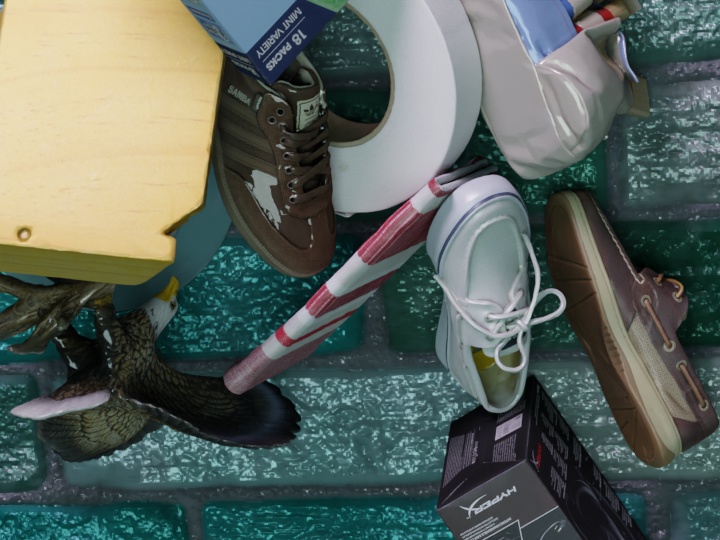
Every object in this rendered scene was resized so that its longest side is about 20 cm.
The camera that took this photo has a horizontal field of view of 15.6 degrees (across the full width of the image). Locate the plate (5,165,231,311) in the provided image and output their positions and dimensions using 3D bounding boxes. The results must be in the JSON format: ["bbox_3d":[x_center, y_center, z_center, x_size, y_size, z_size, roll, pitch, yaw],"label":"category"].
[{"bbox_3d":[-0.184,-0.062,1.796,0.199,0.026,0.201,2,111,5],"label":"plate"}]

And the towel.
[{"bbox_3d":[0.000,0.000,1.736,0.200,0.144,0.023,-44,85,18],"label":"towel"}]

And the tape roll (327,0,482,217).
[{"bbox_3d":[-0.014,-0.134,1.699,0.202,0.037,0.203,17,123,27],"label":"tape roll"}]

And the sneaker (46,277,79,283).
[{"bbox_3d":[-0.152,-0.062,1.749,0.200,0.076,0.091,-39,111,24],"label":"sneaker"}]

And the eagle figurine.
[{"bbox_3d":[-0.148,0.074,1.748,0.151,0.152,0.200,-37,127,-4],"label":"eagle figurine"}]

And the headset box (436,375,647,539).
[{"bbox_3d":[0.140,0.193,1.789,0.077,0.149,0.200,-30,105,16],"label":"headset box"}]

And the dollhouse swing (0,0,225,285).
[{"bbox_3d":[-0.176,-0.085,1.675,0.181,0.176,0.201,6,74,3],"label":"dollhouse swing"}]

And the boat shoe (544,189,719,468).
[{"bbox_3d":[0.188,0.031,1.775,0.072,0.072,0.200,-26,96,-17],"label":"boat shoe"}]

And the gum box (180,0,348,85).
[{"bbox_3d":[-0.061,-0.239,1.549,0.170,0.045,0.200,-49,125,-11],"label":"gum box"}]

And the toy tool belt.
[{"bbox_3d":[0.115,-0.169,1.691,0.125,0.123,0.200,-16,103,47],"label":"toy tool belt"}]

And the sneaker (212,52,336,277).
[{"bbox_3d":[-0.054,-0.089,1.674,0.075,0.070,0.201,-7,108,50],"label":"sneaker"}]

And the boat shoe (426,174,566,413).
[{"bbox_3d":[0.090,0.028,1.719,0.074,0.086,0.202,-22,144,-19],"label":"boat shoe"}]
